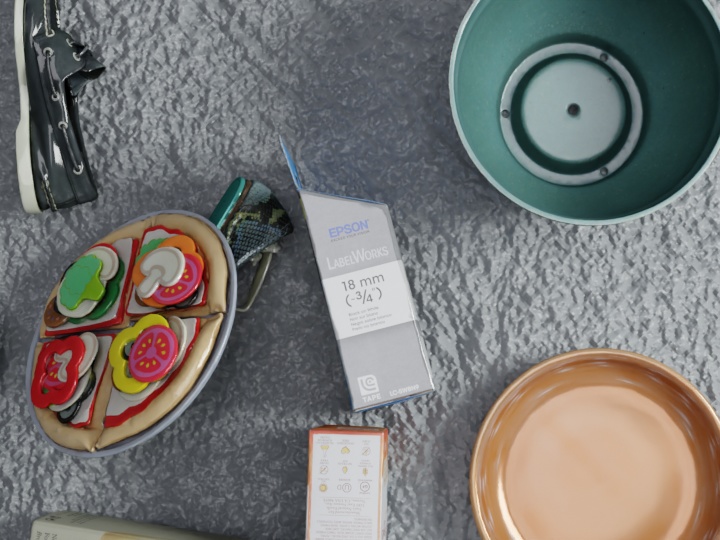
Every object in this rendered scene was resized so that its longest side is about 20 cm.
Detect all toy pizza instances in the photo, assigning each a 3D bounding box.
[{"bbox_3d":[-0.175,0.040,1.115,0.199,0.032,0.201,-20,52,27],"label":"toy pizza"}]

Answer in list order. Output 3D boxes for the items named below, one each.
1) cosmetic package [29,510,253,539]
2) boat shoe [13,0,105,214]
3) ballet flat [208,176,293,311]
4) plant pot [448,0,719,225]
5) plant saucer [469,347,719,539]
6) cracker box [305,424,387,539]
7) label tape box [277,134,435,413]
[{"bbox_3d":[-0.143,0.244,1.122,0.199,0.071,0.106,6,89,9],"label":"cosmetic package"},{"bbox_3d":[-0.228,-0.144,1.170,0.066,0.075,0.201,-1,86,-1],"label":"boat shoe"},{"bbox_3d":[-0.122,0.024,1.159,0.074,0.074,0.200,38,91,4],"label":"ballet flat"},{"bbox_3d":[0.163,-0.126,1.127,0.199,0.134,0.202,0,86,2],"label":"plant pot"},{"bbox_3d":[0.181,0.159,1.152,0.199,0.037,0.201,0,85,2],"label":"plant saucer"},{"bbox_3d":[-0.010,0.214,1.103,0.057,0.134,0.201,2,86,2],"label":"cracker box"},{"bbox_3d":[0.000,0.000,1.115,0.063,0.144,0.201,-15,85,0],"label":"label tape box"}]
